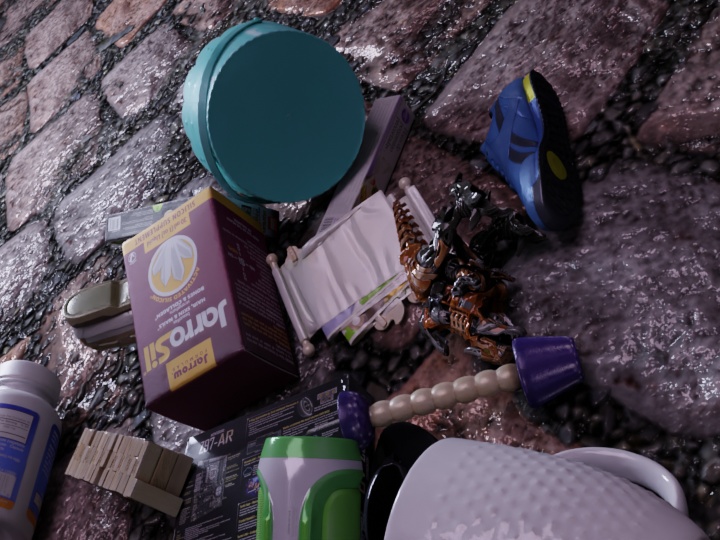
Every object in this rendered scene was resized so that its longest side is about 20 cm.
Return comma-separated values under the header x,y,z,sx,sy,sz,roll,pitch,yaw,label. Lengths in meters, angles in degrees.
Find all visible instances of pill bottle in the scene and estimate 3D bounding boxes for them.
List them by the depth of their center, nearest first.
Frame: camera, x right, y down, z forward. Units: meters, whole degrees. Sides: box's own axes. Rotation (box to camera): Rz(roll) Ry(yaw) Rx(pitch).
x,y,z,sx,sy,sz,roll,pitch,yaw,label
-0.409,0.210,1.066,0.110,0.112,0.203,-23,43,25,pill bottle

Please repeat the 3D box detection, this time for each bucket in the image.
x,y,z,sx,sy,sz,roll,pitch,yaw,label
-0.096,-0.172,1.026,0.208,0.207,0.135,-47,21,-4,bucket

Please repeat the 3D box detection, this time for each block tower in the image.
x,y,z,sx,sy,sz,roll,pitch,yaw,label
-0.233,0.197,0.927,0.198,0.053,0.059,-5,59,56,block tower

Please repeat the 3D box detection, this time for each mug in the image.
x,y,z,sx,sy,sz,roll,pitch,yaw,label
0.136,0.180,0.591,0.172,0.151,0.199,3,27,36,mug

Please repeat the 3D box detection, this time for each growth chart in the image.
x,y,z,sx,sy,sz,roll,pitch,yaw,label
0.000,0.000,0.927,0.198,0.018,0.147,-30,62,18,growth chart

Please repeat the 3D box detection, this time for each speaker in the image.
x,y,z,sx,sy,sz,roll,pitch,yaw,label
-0.040,0.229,0.687,0.087,0.088,0.205,-8,73,36,speaker

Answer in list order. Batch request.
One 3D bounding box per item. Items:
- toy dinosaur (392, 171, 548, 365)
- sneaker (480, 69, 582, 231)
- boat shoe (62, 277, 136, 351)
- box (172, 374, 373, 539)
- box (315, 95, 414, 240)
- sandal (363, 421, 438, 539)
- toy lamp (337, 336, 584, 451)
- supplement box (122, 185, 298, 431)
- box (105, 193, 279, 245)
x,y,z,sx,sy,sz,roll,pitch,yaw,label
0.083,-0.007,0.827,0.200,0.102,0.137,42,106,22,toy dinosaur
0.157,-0.102,0.877,0.078,0.066,0.203,-33,38,32,sneaker
-0.250,0.043,1.106,0.195,0.069,0.076,-11,40,7,boat shoe
-0.080,0.200,0.831,0.197,0.044,0.163,-25,42,24,box
0.007,-0.105,1.029,0.041,0.039,0.203,-2,55,39,box
0.032,0.205,0.725,0.075,0.043,0.203,-21,44,27,sandal
0.080,0.096,0.746,0.196,0.059,0.059,-15,45,12,toy lamp
-0.160,0.040,0.962,0.129,0.103,0.203,-29,57,17,supplement box
-0.204,-0.053,1.115,0.197,0.109,0.036,-7,77,39,box
